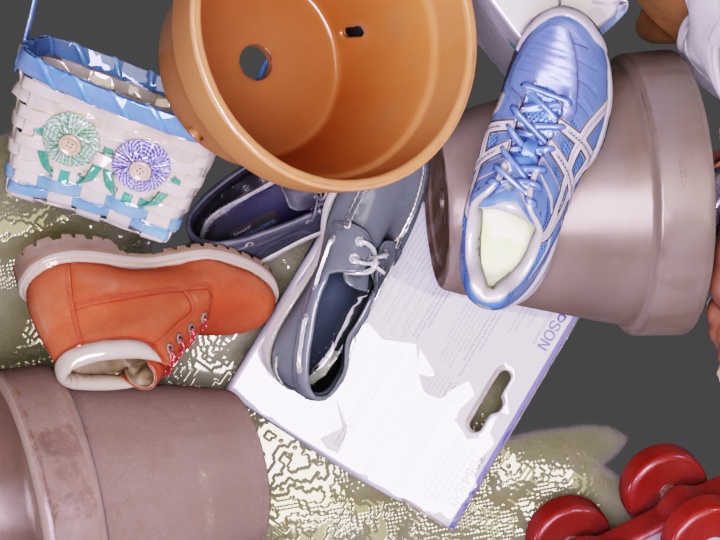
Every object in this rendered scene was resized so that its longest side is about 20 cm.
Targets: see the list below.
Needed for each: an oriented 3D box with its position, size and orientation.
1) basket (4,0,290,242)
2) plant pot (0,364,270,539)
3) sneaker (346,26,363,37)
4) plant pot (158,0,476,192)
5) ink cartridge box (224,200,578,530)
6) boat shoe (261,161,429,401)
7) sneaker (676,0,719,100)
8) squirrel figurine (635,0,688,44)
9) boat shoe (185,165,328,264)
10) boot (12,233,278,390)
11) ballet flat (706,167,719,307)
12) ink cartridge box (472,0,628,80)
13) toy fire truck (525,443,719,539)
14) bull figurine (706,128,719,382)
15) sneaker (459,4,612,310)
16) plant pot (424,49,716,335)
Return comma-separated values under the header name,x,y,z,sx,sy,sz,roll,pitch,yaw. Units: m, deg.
name,x,y,z,sx,sy,sz,roll,pitch,yaw
basket,-0.156,-0.132,1.241,0.175,0.139,0.202,17,99,-6
plant pot,-0.161,0.152,1.239,0.173,0.200,0.203,-10,93,-22
sneaker,-0.004,-0.221,1.279,0.074,0.082,0.202,-24,94,-4
plant pot,-0.043,-0.143,1.145,0.198,0.140,0.203,3,84,-27
ink cartridge box,0.032,0.057,1.312,0.199,0.041,0.201,32,87,-5
boat shoe,0.000,0.000,1.236,0.072,0.062,0.201,22,102,-34
sneaker,0.252,-0.139,1.188,0.075,0.200,0.089,-15,67,13
squirrel figurine,0.199,-0.260,1.237,0.186,0.200,0.142,34,96,-18
boat shoe,-0.040,-0.064,1.269,0.199,0.062,0.075,-31,63,10
boot,-0.135,0.039,1.222,0.198,0.075,0.108,1,49,-35
ballet flat,0.276,0.001,1.293,0.072,0.072,0.201,-36,127,-3
ink cartridge box,0.102,-0.203,1.231,0.076,0.200,0.137,-38,94,-2
toy fire truck,0.219,0.241,1.312,0.199,0.112,0.169,-28,113,-3
bull figurine,0.263,-0.004,1.177,0.064,0.122,0.201,-1,132,9
sneaker,0.110,-0.065,1.115,0.075,0.077,0.202,14,103,8
plant pot,0.137,-0.049,1.234,0.171,0.200,0.202,-4,92,-7
